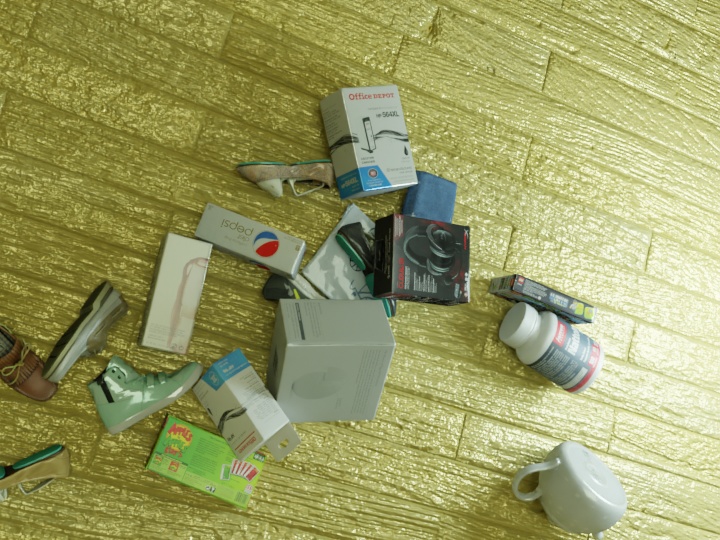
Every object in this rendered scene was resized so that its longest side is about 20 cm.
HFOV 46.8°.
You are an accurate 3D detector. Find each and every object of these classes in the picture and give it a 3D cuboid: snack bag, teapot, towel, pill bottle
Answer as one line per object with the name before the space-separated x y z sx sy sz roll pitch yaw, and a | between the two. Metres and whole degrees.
snack bag | 0.000 0.000 1.652 0.199 0.021 0.190 40 74 -11
teapot | 0.426 0.456 1.684 0.200 0.196 0.147 48 113 21
towel | 0.128 -0.093 1.675 0.110 0.048 0.204 19 75 -23
pill bottle | 0.389 0.155 1.711 0.198 0.119 0.121 32 76 -13

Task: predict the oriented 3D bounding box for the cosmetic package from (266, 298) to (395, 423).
cosmetic package | -0.059 0.164 1.511 0.196 0.202 0.124 2 39 -16

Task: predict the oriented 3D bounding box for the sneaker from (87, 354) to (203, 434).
sneaker | -0.383 0.189 1.478 0.198 0.074 0.120 -31 101 -16

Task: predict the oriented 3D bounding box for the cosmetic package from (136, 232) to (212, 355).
cosmetic package | -0.334 0.044 1.497 0.086 0.103 0.204 14 82 -18

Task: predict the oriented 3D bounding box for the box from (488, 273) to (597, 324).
box | 0.376 0.061 1.722 0.197 0.110 0.035 22 79 -14

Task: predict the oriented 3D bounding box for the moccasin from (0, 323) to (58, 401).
moccasin | -0.595 0.143 1.414 0.073 0.078 0.203 -40 99 -20

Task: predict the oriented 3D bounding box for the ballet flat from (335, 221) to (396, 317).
ballet flat | 0.029 -0.008 1.617 0.073 0.073 0.202 -34 93 -18

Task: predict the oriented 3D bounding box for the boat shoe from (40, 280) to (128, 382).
boat shoe | -0.471 0.116 1.442 0.068 0.074 0.202 44 56 -26

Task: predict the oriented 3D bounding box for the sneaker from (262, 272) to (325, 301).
sneaker | -0.105 0.078 1.591 0.200 0.074 0.085 43 80 -1

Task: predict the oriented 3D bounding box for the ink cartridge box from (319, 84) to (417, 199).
ink cartridge box | 0.017 -0.253 1.631 0.144 0.084 0.204 -12 89 -36

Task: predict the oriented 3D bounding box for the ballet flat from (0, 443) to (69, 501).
ballet flat | -0.589 0.356 1.405 0.196 0.068 0.064 -16 104 -17

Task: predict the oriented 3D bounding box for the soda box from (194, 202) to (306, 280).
soda box | -0.201 -0.052 1.538 0.197 0.064 0.069 21 79 5

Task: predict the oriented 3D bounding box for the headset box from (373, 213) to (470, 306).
headset box | 0.109 -0.019 1.580 0.197 0.077 0.152 9 78 -30

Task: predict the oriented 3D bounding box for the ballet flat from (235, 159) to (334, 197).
ballet flat | -0.141 -0.176 1.599 0.196 0.068 0.069 -4 89 -17

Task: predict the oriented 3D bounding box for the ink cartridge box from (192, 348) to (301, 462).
ink cartridge box | -0.203 0.257 1.482 0.067 0.116 0.201 -29 79 -42

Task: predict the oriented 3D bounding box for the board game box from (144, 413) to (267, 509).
board game box | -0.280 0.347 1.514 0.197 0.048 0.103 26 77 -14
